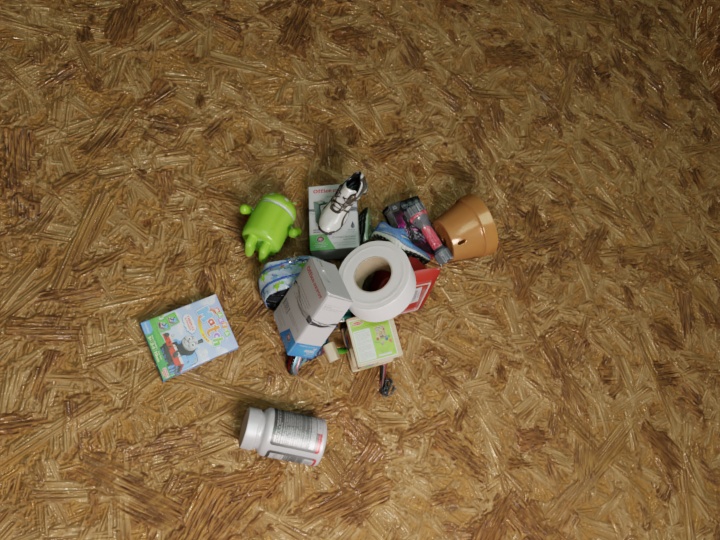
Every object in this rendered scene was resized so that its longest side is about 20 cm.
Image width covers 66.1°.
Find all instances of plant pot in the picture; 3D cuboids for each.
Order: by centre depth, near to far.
[{"bbox_3d":[0.317,-0.119,1.728,0.138,0.200,0.203,-24,80,-11],"label":"plant pot"}]

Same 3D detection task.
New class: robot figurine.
[{"bbox_3d":[-0.251,-0.126,1.527,0.173,0.116,0.202,24,63,1],"label":"robot figurine"}]

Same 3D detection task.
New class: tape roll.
[{"bbox_3d":[0.040,0.027,1.423,0.198,0.071,0.206,-9,58,15],"label":"tape roll"}]

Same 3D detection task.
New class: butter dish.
[{"bbox_3d":[0.102,0.029,1.595,0.196,0.202,0.149,-9,53,-25],"label":"butter dish"}]

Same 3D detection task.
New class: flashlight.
[{"bbox_3d":[0.209,-0.110,1.681,0.067,0.068,0.202,-27,82,-30],"label":"flashlight"}]

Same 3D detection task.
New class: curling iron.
[{"bbox_3d":[0.078,0.258,1.567,0.049,0.026,0.204,-6,64,16],"label":"curling iron"}]

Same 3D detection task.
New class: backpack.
[{"bbox_3d":[-0.175,0.037,1.487,0.198,0.164,0.155,-26,73,-21],"label":"backpack"}]

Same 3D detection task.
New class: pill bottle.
[{"bbox_3d":[-0.190,0.403,1.357,0.197,0.114,0.116,17,65,-16],"label":"pill bottle"}]

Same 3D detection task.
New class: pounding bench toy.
[{"bbox_3d":[-0.009,0.201,1.487,0.196,0.156,0.127,-13,76,-12],"label":"pounding bench toy"}]

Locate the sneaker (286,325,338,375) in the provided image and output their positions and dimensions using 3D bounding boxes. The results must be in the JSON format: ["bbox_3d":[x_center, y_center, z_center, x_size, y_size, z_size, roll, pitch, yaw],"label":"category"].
[{"bbox_3d":[-0.122,0.200,1.481,0.095,0.079,0.202,34,62,-9],"label":"sneaker"}]

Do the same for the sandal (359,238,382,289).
[{"bbox_3d":[0.000,0.000,1.539,0.081,0.054,0.203,27,86,-17],"label":"sandal"}]

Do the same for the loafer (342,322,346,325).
[{"bbox_3d":[-0.037,0.051,1.572,0.069,0.075,0.204,19,65,-19],"label":"loafer"}]

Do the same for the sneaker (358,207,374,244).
[{"bbox_3d":[0.032,-0.089,1.665,0.087,0.076,0.204,8,73,-33],"label":"sneaker"}]

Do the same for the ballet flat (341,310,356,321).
[{"bbox_3d":[-0.020,0.108,1.494,0.196,0.070,0.071,-11,73,0],"label":"ballet flat"}]

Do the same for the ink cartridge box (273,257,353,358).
[{"bbox_3d":[-0.121,0.093,1.370,0.083,0.201,0.146,16,31,-38],"label":"ink cartridge box"}]

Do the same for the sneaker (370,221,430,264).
[{"bbox_3d":[0.128,-0.083,1.636,0.198,0.078,0.090,31,55,-16],"label":"sneaker"}]

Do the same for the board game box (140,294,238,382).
[{"bbox_3d":[-0.428,0.166,1.391,0.197,0.037,0.153,-22,80,-28],"label":"board game box"}]

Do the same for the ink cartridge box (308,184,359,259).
[{"bbox_3d":[-0.077,-0.141,1.599,0.143,0.084,0.204,-5,71,1],"label":"ink cartridge box"}]

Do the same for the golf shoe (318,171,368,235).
[{"bbox_3d":[-0.054,-0.192,1.521,0.077,0.095,0.202,31,76,11],"label":"golf shoe"}]

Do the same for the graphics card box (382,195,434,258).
[{"bbox_3d":[0.166,-0.124,1.736,0.124,0.051,0.203,-19,78,-27],"label":"graphics card box"}]
